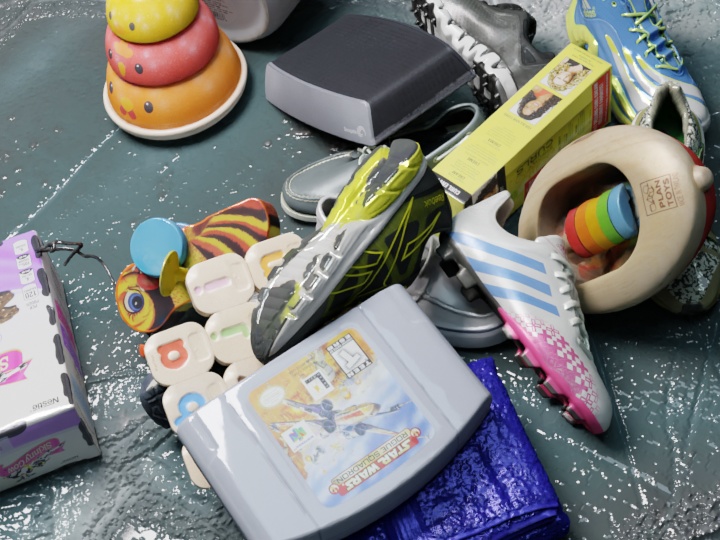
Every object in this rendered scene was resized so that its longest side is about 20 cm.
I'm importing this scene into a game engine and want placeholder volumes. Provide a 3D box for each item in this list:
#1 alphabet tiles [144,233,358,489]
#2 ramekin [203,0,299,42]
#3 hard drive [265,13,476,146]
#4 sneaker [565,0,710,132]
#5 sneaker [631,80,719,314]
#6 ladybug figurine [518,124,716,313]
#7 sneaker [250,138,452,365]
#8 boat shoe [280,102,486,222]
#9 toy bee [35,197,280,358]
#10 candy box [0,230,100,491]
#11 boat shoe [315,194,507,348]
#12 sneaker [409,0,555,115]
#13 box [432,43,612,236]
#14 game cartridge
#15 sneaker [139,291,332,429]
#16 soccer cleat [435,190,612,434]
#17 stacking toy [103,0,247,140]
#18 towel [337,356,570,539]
[{"bbox_3d":[-0.055,0.077,1.002,0.193,0.015,0.203,-20,80,-18],"label":"alphabet tiles"},{"bbox_3d":[-0.136,-0.315,1.296,0.198,0.201,0.106,16,64,22],"label":"ramekin"},{"bbox_3d":[0.000,-0.181,1.216,0.134,0.043,0.199,-35,33,-17],"label":"hard drive"},{"bbox_3d":[0.241,-0.202,1.180,0.075,0.106,0.201,-26,50,-10],"label":"sneaker"},{"bbox_3d":[0.248,-0.064,1.065,0.076,0.089,0.203,-8,64,9],"label":"sneaker"},{"bbox_3d":[0.203,-0.039,1.025,0.071,0.199,0.138,-5,80,-34],"label":"ladybug figurine"},{"bbox_3d":[0.000,0.000,0.989,0.201,0.085,0.074,-51,27,-7],"label":"sneaker"},{"bbox_3d":[0.021,-0.100,1.169,0.197,0.062,0.074,-15,51,0],"label":"boat shoe"},{"bbox_3d":[-0.154,0.013,1.090,0.198,0.130,0.111,-14,85,33],"label":"toy bee"},{"bbox_3d":[-0.316,0.084,1.081,0.166,0.072,0.201,-20,50,-6],"label":"candy box"},{"bbox_3d":[0.040,-0.002,1.083,0.198,0.066,0.074,23,58,26],"label":"boat shoe"},{"bbox_3d":[0.117,-0.225,1.254,0.090,0.067,0.201,-25,54,-13],"label":"sneaker"},{"bbox_3d":[0.138,-0.105,1.144,0.050,0.076,0.200,33,63,30],"label":"box"},{"bbox_3d":[-0.012,0.109,0.929,0.199,0.042,0.133,-32,59,-17],"label":"game cartridge"},{"bbox_3d":[-0.089,0.061,1.066,0.198,0.078,0.086,-25,38,-18],"label":"sneaker"},{"bbox_3d":[0.140,0.026,1.004,0.086,0.070,0.201,-37,74,-3],"label":"soccer cleat"},{"bbox_3d":[-0.193,-0.236,1.234,0.144,0.201,0.148,-6,49,7],"label":"stacking toy"},{"bbox_3d":[0.035,0.157,0.941,0.197,0.050,0.149,-22,67,-10],"label":"towel"}]
